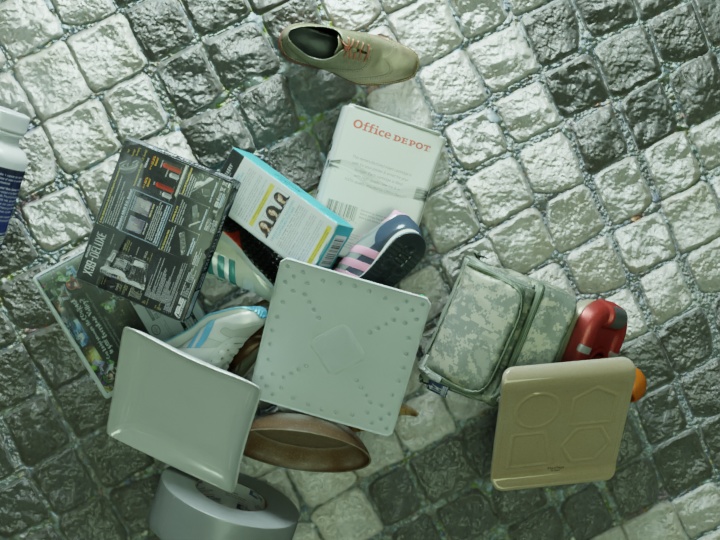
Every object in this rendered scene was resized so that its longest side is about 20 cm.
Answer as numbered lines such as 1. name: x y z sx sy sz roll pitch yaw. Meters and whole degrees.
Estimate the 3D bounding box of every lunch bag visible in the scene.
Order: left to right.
1. lunch bag: 0.187 0.092 1.445 0.166 0.139 0.202 22 96 -5

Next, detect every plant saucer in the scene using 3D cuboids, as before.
1. plant saucer: -0.081 0.236 1.423 0.198 0.201 0.037 12 64 -7

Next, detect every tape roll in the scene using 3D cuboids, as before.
1. tape roll: -0.186 0.334 1.402 0.198 0.200 0.067 18 96 -8

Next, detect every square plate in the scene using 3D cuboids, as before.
1. square plate: -0.235 0.183 1.362 0.198 0.028 0.199 23 124 7

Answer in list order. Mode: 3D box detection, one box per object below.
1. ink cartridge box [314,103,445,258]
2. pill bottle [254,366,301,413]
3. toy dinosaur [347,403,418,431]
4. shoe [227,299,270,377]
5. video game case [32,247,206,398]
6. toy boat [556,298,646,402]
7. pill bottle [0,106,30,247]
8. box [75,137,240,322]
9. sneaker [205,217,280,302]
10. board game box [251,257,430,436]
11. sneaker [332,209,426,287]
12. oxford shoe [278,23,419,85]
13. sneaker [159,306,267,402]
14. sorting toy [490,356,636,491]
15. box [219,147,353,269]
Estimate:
1. ink cartridge box: 0.016 -0.113 1.426 0.145 0.083 0.202 17 96 -8
2. pill bottle: -0.041 0.113 1.434 0.199 0.114 0.114 -37 100 0
3. toy dinosaur: 0.024 0.200 1.451 0.199 0.107 0.061 -19 123 32
4. shoe: -0.186 0.121 1.437 0.200 0.053 0.070 -44 117 6
5. video game case: -0.324 0.052 1.429 0.181 0.023 0.201 -28 108 -2
6. toy boat: 0.343 0.148 1.456 0.130 0.130 0.202 12 99 -52
7. pill bottle: -0.505 -0.119 1.355 0.110 0.111 0.202 19 95 -8
8. box: -0.268 -0.053 1.360 0.156 0.050 0.202 21 96 1
9. sneaker: -0.187 -0.012 1.429 0.200 0.070 0.093 42 115 -4
10. board game box: -0.028 0.099 1.339 0.198 0.026 0.202 16 109 1
11. sneaker: 0.000 0.000 1.369 0.199 0.082 0.070 -37 127 13
12. oxford shoe: -0.013 -0.294 1.403 0.198 0.075 0.071 7 96 -7
13. sneaker: -0.199 0.109 1.382 0.199 0.076 0.081 -31 72 25
14. sorting toy: 0.271 0.207 1.398 0.183 0.037 0.202 -4 121 -8
15. box: -0.110 -0.078 1.380 0.199 0.049 0.083 37 103 24
